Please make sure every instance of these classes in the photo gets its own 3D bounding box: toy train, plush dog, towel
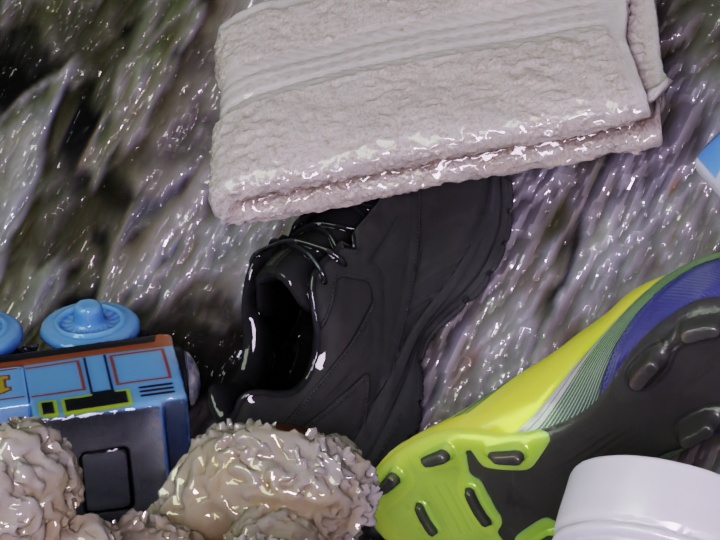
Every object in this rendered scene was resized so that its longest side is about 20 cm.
[{"bbox_3d":[-0.166,0.071,1.242,0.199,0.087,0.114,-7,26,-9],"label":"toy train"},{"bbox_3d":[-0.055,0.141,1.002,0.171,0.199,0.161,16,99,51],"label":"plush dog"},{"bbox_3d":[0.031,-0.083,1.197,0.199,0.035,0.133,-11,38,9],"label":"towel"}]

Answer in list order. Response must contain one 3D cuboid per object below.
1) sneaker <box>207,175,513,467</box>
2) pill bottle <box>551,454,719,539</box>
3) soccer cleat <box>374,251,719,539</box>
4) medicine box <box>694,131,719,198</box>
[{"bbox_3d":[0.000,0.000,1.191,0.076,0.091,0.201,-2,60,45],"label":"sneaker"},{"bbox_3d":[0.086,0.170,0.963,0.111,0.111,0.201,-4,59,43],"label":"pill bottle"},{"bbox_3d":[0.088,0.055,1.101,0.200,0.065,0.084,-32,14,30],"label":"soccer cleat"},{"bbox_3d":[0.244,-0.026,0.960,0.182,0.103,0.200,-45,41,9],"label":"medicine box"}]
